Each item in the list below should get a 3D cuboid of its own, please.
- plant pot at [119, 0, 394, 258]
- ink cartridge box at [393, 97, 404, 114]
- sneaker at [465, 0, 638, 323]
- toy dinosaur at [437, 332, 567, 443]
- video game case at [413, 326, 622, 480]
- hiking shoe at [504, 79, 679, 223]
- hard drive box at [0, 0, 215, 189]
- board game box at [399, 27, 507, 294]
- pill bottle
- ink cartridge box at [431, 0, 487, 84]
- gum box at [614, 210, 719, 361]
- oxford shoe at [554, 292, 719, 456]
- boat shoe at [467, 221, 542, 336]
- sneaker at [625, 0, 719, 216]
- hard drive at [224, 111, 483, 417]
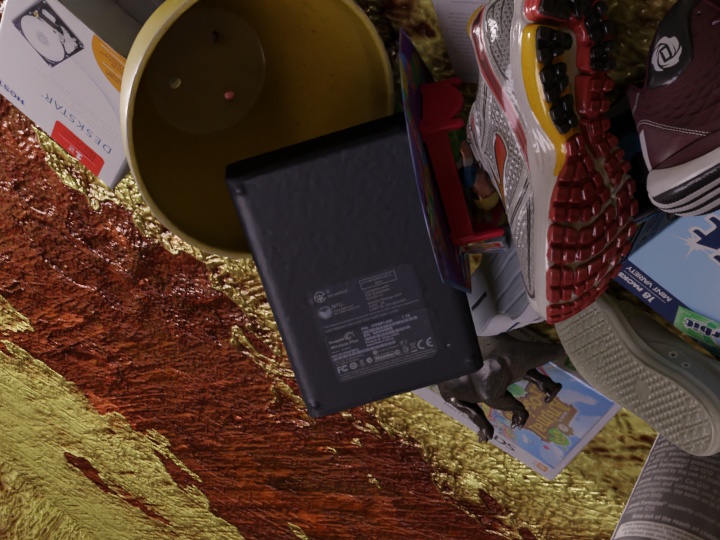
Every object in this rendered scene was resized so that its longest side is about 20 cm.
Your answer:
[{"bbox_3d":[-0.093,-0.129,0.794,0.142,0.199,0.201,42,166,54],"label":"plant pot"},{"bbox_3d":[0.015,-0.028,0.835,0.058,0.104,0.202,13,117,-29],"label":"ink cartridge box"},{"bbox_3d":[0.108,-0.068,0.634,0.082,0.077,0.204,15,118,52],"label":"sneaker"},{"bbox_3d":[0.107,0.089,0.931,0.102,0.078,0.199,42,152,-24],"label":"toy dinosaur"},{"bbox_3d":[0.139,0.113,1.030,0.180,0.022,0.201,32,150,8],"label":"video game case"},{"bbox_3d":[0.141,-0.063,0.709,0.074,0.088,0.199,37,152,-23],"label":"hiking shoe"},{"bbox_3d":[-0.232,-0.183,0.945,0.155,0.077,0.200,40,150,-6],"label":"hard drive box"},{"bbox_3d":[0.068,-0.070,0.706,0.038,0.161,0.200,-10,173,12],"label":"board game box"},{"bbox_3d":[0.263,0.173,0.808,0.112,0.201,0.114,25,149,16],"label":"pill bottle"},{"bbox_3d":[0.085,-0.199,0.625,0.108,0.051,0.201,13,144,34],"label":"ink cartridge box"},{"bbox_3d":[0.283,0.000,0.703,0.169,0.045,0.200,37,150,-1],"label":"gum box"},{"bbox_3d":[0.214,0.066,0.811,0.200,0.057,0.076,44,142,49],"label":"oxford shoe"},{"bbox_3d":[0.130,0.003,0.823,0.200,0.066,0.075,129,129,-78],"label":"boat shoe"},{"bbox_3d":[0.224,-0.123,0.570,0.198,0.117,0.075,-30,152,27],"label":"sneaker"},{"bbox_3d":[0.000,0.000,0.765,0.137,0.033,0.203,-16,118,3],"label":"hard drive"}]
